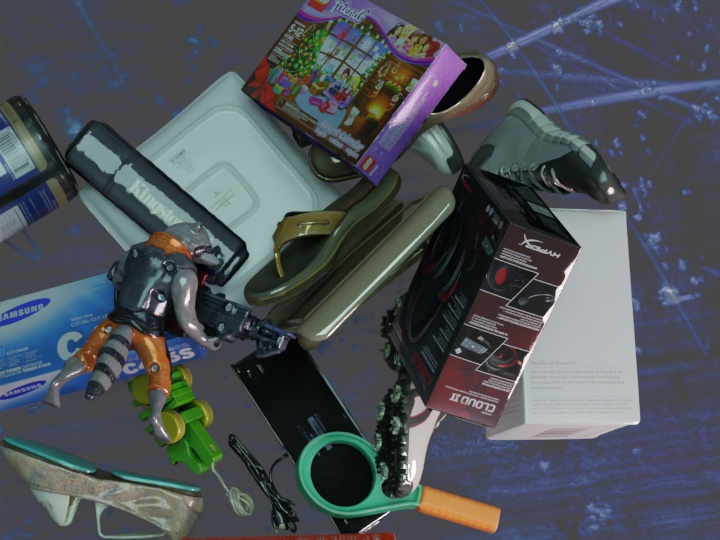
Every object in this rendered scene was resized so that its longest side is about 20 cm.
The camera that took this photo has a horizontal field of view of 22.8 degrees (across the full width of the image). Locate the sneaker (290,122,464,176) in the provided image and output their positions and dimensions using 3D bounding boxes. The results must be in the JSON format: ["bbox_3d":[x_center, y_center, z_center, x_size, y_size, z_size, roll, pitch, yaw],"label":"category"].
[{"bbox_3d":[0.002,-0.139,1.738,0.115,0.076,0.200,-44,77,-3],"label":"sneaker"}]

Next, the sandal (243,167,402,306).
[{"bbox_3d":[-0.042,-0.041,1.672,0.200,0.080,0.054,-45,114,-21],"label":"sandal"}]

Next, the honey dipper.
[{"bbox_3d":[0.021,0.012,1.717,0.200,0.038,0.038,-39,84,-9],"label":"honey dipper"}]

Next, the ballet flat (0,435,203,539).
[{"bbox_3d":[-0.245,0.208,1.642,0.199,0.068,0.068,15,88,0],"label":"ballet flat"}]

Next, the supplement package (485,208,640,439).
[{"bbox_3d":[0.183,0.052,1.672,0.116,0.117,0.202,1,78,-14],"label":"supplement package"}]

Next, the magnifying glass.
[{"bbox_3d":[0.035,0.207,1.670,0.199,0.022,0.080,18,64,-10],"label":"magnifying glass"}]

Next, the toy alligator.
[{"bbox_3d":[-0.169,0.153,1.665,0.054,0.059,0.201,-35,81,29],"label":"toy alligator"}]

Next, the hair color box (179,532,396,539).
[{"bbox_3d":[-0.065,0.296,1.623,0.198,0.061,0.102,0,100,-5],"label":"hair color box"}]

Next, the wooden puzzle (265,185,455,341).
[{"bbox_3d":[0.000,0.000,1.638,0.185,0.200,0.037,-45,101,-10],"label":"wooden puzzle"}]

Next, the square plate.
[{"bbox_3d":[-0.136,-0.064,1.724,0.200,0.028,0.198,-40,84,-11],"label":"square plate"}]

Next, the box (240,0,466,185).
[{"bbox_3d":[-0.010,-0.178,1.649,0.137,0.039,0.200,-53,45,-1],"label":"box"}]

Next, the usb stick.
[{"bbox_3d":[-0.193,-0.064,1.688,0.200,0.033,0.056,40,77,4],"label":"usb stick"}]

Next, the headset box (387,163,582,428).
[{"bbox_3d":[0.101,0.029,1.562,0.075,0.149,0.201,18,109,-19],"label":"headset box"}]

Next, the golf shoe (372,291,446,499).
[{"bbox_3d":[0.062,0.118,1.666,0.087,0.077,0.201,14,65,-15],"label":"golf shoe"}]

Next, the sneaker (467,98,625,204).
[{"bbox_3d":[0.164,-0.082,1.690,0.115,0.200,0.075,-40,120,-2],"label":"sneaker"}]

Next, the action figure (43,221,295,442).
[{"bbox_3d":[-0.166,0.046,1.551,0.199,0.105,0.195,11,70,23],"label":"action figure"}]

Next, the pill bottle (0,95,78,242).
[{"bbox_3d":[-0.373,-0.068,1.663,0.199,0.112,0.112,-32,82,-10],"label":"pill bottle"}]

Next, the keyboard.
[{"bbox_3d":[-0.060,0.168,1.679,0.127,0.021,0.201,-30,81,-25],"label":"keyboard"}]

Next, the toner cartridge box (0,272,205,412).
[{"bbox_3d":[-0.249,0.057,1.649,0.199,0.043,0.095,-16,54,2],"label":"toner cartridge box"}]

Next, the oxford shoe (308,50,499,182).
[{"bbox_3d":[0.035,-0.150,1.658,0.199,0.075,0.071,-33,83,5],"label":"oxford shoe"}]
